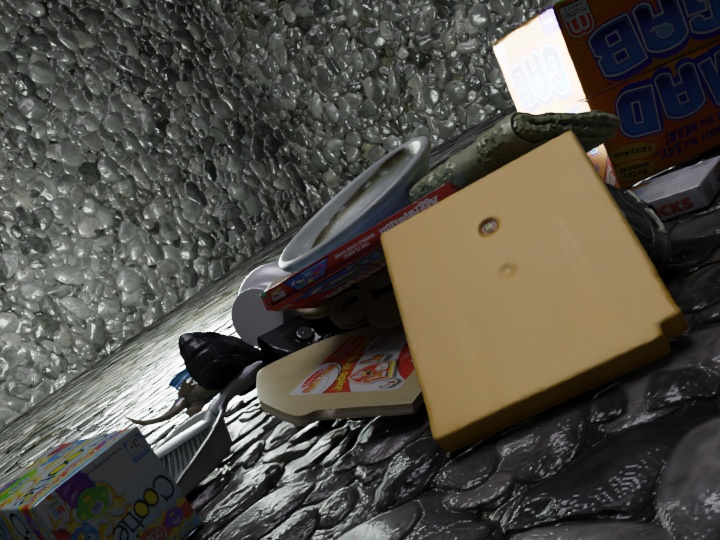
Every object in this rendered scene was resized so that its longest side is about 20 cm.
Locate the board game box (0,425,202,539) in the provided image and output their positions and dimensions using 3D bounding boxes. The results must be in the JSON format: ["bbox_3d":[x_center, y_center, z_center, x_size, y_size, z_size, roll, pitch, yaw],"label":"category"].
[{"bbox_3d":[-0.249,0.217,0.683,0.200,0.103,0.105,-21,13,48],"label":"board game box"}]

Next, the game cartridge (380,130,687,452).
[{"bbox_3d":[0.111,0.008,0.553,0.176,0.032,0.201,-28,46,16],"label":"game cartridge"}]

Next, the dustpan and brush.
[{"bbox_3d":[-0.166,0.169,0.814,0.200,0.057,0.139,-35,9,-37],"label":"dustpan and brush"}]

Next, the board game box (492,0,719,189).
[{"bbox_3d":[0.302,-0.221,0.876,0.199,0.201,0.200,-25,8,-5],"label":"board game box"}]

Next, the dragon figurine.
[{"bbox_3d":[-0.220,0.160,1.045,0.200,0.059,0.099,-34,9,-21],"label":"dragon figurine"}]

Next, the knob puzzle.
[{"bbox_3d":[-0.007,0.096,0.703,0.219,0.031,0.220,-15,14,4],"label":"knob puzzle"}]

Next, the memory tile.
[{"bbox_3d":[0.000,0.000,0.818,0.199,0.017,0.153,10,48,39],"label":"memory tile"}]

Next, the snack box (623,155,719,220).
[{"bbox_3d":[0.259,-0.059,0.771,0.200,0.024,0.072,-21,15,48],"label":"snack box"}]

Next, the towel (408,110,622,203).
[{"bbox_3d":[0.147,-0.107,0.734,0.200,0.037,0.148,-16,-11,-46],"label":"towel"}]

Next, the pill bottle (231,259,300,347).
[{"bbox_3d":[-0.081,0.038,0.963,0.110,0.111,0.200,-27,-1,23],"label":"pill bottle"}]

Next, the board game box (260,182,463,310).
[{"bbox_3d":[0.013,-0.017,0.704,0.199,0.020,0.103,-30,-11,20],"label":"board game box"}]

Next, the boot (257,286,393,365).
[{"bbox_3d":[-0.029,0.039,0.859,0.200,0.066,0.165,-36,48,-21],"label":"boot"}]

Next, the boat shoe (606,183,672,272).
[{"bbox_3d":[0.219,-0.035,0.667,0.063,0.071,0.200,10,19,6],"label":"boat shoe"}]

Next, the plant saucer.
[{"bbox_3d":[0.005,-0.056,0.794,0.200,0.050,0.200,-40,13,11],"label":"plant saucer"}]

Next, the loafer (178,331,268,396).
[{"bbox_3d":[-0.155,0.106,0.920,0.068,0.070,0.201,-43,-16,1],"label":"loafer"}]
